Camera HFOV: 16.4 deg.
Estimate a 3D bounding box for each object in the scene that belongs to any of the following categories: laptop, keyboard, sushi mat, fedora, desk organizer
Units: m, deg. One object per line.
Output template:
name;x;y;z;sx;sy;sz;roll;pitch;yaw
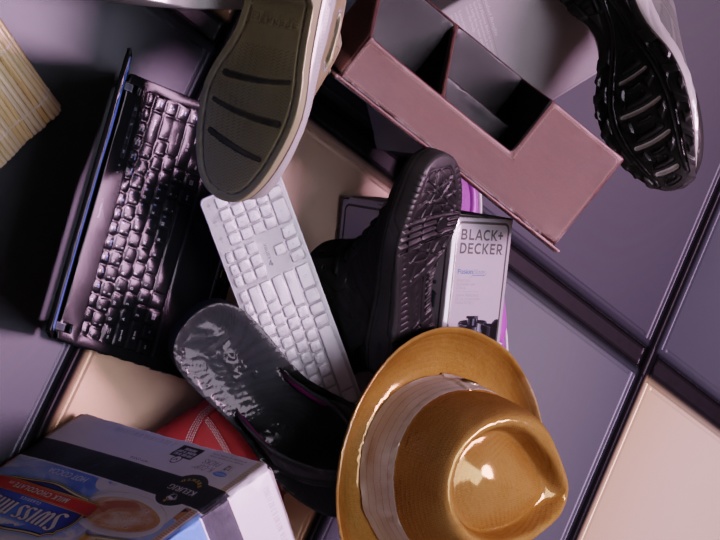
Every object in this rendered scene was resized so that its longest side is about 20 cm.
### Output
laptop;-0.123;-0.029;1.566;0.199;0.103;0.178;20;84;-42
keyboard;-0.046;0.033;1.626;0.056;0.011;0.201;-22;109;-8
sushi mat;-0.259;-0.142;1.486;0.096;0.012;0.200;-49;125;-24
fedora;0.073;0.134;1.624;0.200;0.082;0.202;-11;106;-44
desk organizer;0.071;-0.107;1.641;0.200;0.072;0.077;37;95;-23

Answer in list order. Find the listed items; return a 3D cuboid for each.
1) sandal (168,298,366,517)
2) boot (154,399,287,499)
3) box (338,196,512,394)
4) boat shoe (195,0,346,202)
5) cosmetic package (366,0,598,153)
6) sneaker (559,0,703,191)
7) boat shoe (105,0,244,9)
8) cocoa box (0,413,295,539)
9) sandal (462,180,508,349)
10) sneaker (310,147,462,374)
sandal;-0.043;0.099;1.613;0.200;0.048;0.075;40;88;-23
boot;-0.060;0.162;1.678;0.144;0.072;0.201;-42;119;-30
box;0.035;0.054;1.712;0.060;0.116;0.201;1;95;-43
boat shoe;-0.045;-0.138;1.560;0.068;0.074;0.201;-7;118;-60
cosmetic package;0.095;-0.167;1.752;0.200;0.090;0.107;-31;116;-37
sneaker;0.194;-0.150;1.700;0.079;0.074;0.201;5;64;-52
boat shoe;-0.110;-0.198;1.577;0.199;0.070;0.064;-5;101;-49
cocoa box;-0.143;0.188;1.518;0.131;0.199;0.134;-33;117;-33
sandal;0.075;0.011;1.784;0.082;0.050;0.204;-28;115;-35
sneaker;0.002;-0.001;1.648;0.060;0.104;0.201;-18;126;-43
